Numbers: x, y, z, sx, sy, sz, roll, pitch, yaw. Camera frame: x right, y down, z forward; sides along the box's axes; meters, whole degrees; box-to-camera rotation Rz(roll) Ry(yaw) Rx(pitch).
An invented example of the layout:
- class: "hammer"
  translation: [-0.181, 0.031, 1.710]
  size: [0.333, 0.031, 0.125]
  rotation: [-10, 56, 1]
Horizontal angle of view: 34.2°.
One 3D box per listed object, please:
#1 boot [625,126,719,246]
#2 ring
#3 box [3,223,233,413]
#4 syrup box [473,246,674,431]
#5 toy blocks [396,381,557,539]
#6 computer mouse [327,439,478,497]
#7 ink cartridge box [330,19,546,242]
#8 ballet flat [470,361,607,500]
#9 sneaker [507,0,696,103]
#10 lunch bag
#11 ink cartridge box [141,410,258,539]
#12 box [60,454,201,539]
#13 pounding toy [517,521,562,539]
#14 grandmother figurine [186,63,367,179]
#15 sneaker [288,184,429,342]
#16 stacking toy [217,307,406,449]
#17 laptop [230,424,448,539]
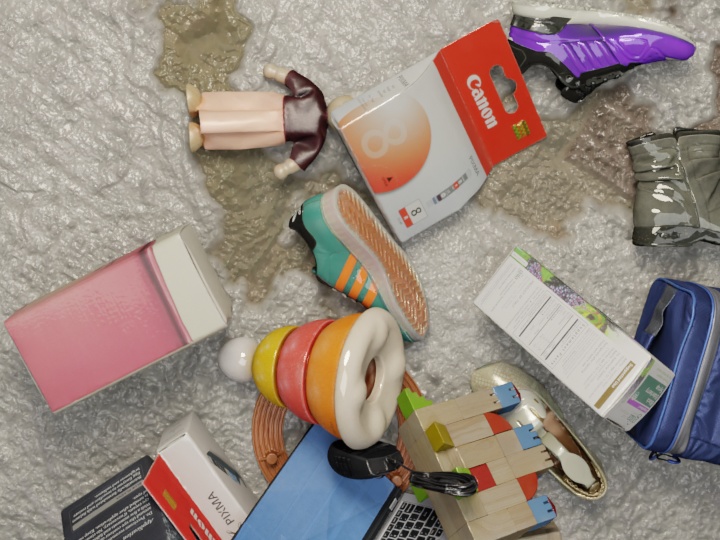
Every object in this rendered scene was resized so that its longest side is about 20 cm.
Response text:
- class: "boot"
  translation: [0.387, -0.091, 1.268]
  size: [0.199, 0.068, 0.131]
  rotation: [0, 92, -5]
- class: "ring"
  translation: [-0.022, 0.180, 1.301]
  size: [0.199, 0.019, 0.202]
  rotation: [-1, 98, -4]
- class: "box"
  translation: [-0.245, 0.046, 1.213]
  size: [0.199, 0.128, 0.109]
  rotation: [-27, 98, 0]
- class: "syrup box"
  translation: [0.219, 0.070, 1.212]
  size: [0.082, 0.079, 0.200]
  rotation: [-53, 53, 7]
- class: "toy blocks"
  translation: [0.135, 0.205, 1.219]
  size: [0.136, 0.100, 0.201]
  rotation: [-12, 64, -28]
- class: "computer mouse"
  translation: [0.039, 0.205, 1.178]
  size: [0.058, 0.200, 0.034]
  rotation: [-7, 100, -39]
- class: "ink cartridge box"
  translation: [0.090, -0.141, 1.218]
  size: [0.199, 0.050, 0.162]
  rotation: [-28, 125, 3]
- class: "ballet flat"
  translation: [0.204, 0.176, 1.292]
  size: [0.200, 0.062, 0.067]
  rotation: [43, 93, -8]
- class: "sneaker"
  translation: [0.250, -0.226, 1.242]
  size: [0.199, 0.070, 0.100]
  rotation: [9, 104, -1]
- class: "lunch bag"
  translation: [0.350, 0.113, 1.255]
  size: [0.132, 0.136, 0.201]
  rotation: [15, 97, -7]
- class: "ink cartridge box"
  translation: [-0.142, 0.258, 1.225]
  size: [0.045, 0.176, 0.200]
  rotation: [-34, 99, 2]
- class: "box"
  translation: [-0.192, 0.332, 1.189]
  size: [0.117, 0.200, 0.197]
  rotation: [-33, 126, 2]
- class: "pounding toy"
  translation: [0.128, 0.378, 1.275]
  size: [0.199, 0.142, 0.185]
  rotation: [-10, 98, -2]
- class: "grandmother figurine"
  translation: [-0.079, -0.157, 1.231]
  size: [0.199, 0.061, 0.122]
  rotation: [-4, 98, -2]
- class: "sneaker"
  translation: [0.000, 0.000, 1.259]
  size: [0.080, 0.071, 0.200]
  rotation: [-20, 115, 34]
- class: "stacking toy"
  translation: [-0.064, 0.101, 1.233]
  size: [0.199, 0.146, 0.147]
  rotation: [8, 98, 24]
- class: "laptop"
  translation: [0.008, 0.269, 1.204]
  size: [0.199, 0.187, 0.116]
  rotation: [5, 133, 35]
